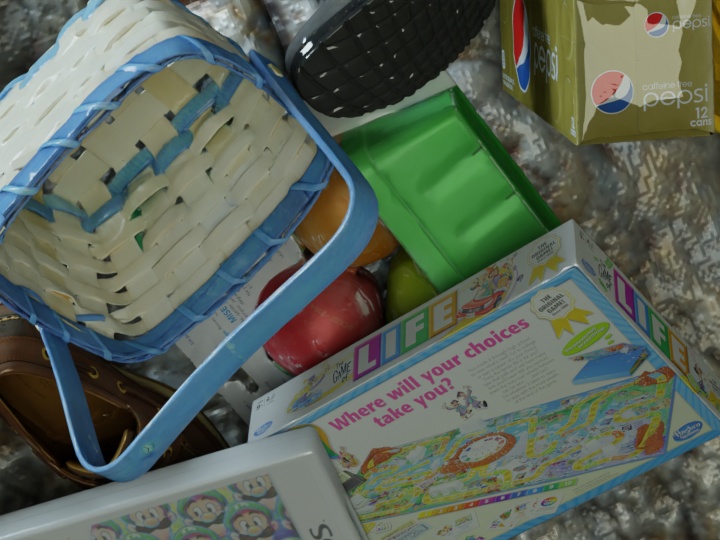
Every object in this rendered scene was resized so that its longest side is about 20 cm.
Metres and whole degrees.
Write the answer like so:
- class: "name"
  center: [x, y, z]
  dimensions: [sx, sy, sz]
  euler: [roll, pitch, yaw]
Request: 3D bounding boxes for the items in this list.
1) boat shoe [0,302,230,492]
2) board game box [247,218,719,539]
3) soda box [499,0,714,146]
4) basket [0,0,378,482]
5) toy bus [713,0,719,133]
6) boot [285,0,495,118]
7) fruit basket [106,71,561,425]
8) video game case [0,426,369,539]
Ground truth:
- class: "boat shoe"
  center: [-0.131, 0.086, 0.989]
  dimensions: [0.072, 0.068, 0.200]
  euler: [-37, 127, 10]
- class: "board game box"
  center: [0.063, 0.072, 0.962]
  dimensions: [0.200, 0.034, 0.134]
  euler: [-30, 123, 26]
- class: "soda box"
  center: [0.113, -0.109, 0.932]
  dimensions: [0.064, 0.200, 0.068]
  euler: [-5, 103, -5]
- class: "basket"
  center: [-0.087, -0.027, 0.876]
  dimensions: [0.176, 0.200, 0.139]
  euler: [-43, 133, 15]
- class: "toy bus"
  center: [0.250, -0.152, 0.944]
  dimensions: [0.199, 0.192, 0.136]
  euler: [-27, 102, -1]
- class: "boot"
  center: [0.014, -0.169, 0.945]
  dimensions: [0.200, 0.132, 0.070]
  euler: [-42, 142, -12]
- class: "fruit basket"
  center: [0.000, 0.000, 1.004]
  dimensions: [0.200, 0.094, 0.185]
  euler: [-34, 108, 19]
- class: "video game case"
  center: [-0.088, 0.174, 1.008]
  dimensions: [0.199, 0.024, 0.182]
  euler: [-17, 128, 9]
